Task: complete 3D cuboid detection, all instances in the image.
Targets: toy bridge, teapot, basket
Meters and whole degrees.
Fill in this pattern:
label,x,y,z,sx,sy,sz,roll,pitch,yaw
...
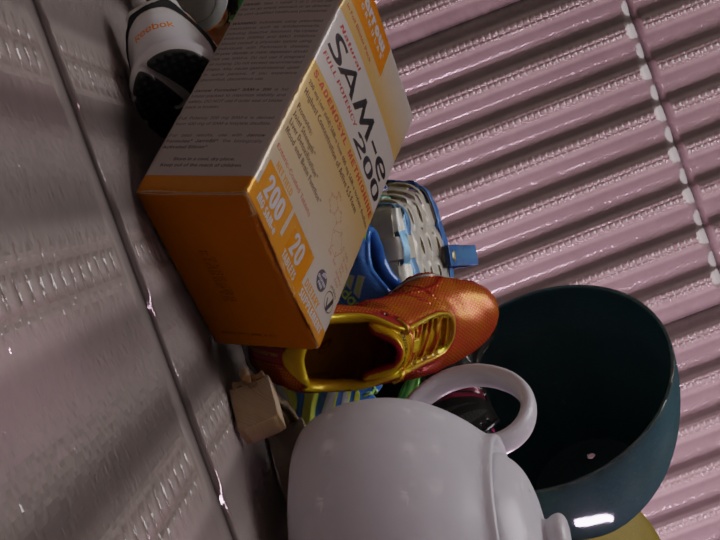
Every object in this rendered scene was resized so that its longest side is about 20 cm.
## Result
label,x,y,z,sx,sy,sz,roll,pitch,yaw
toy bridge,-0.040,0.122,0.827,0.201,0.027,0.068,68,1,-46
teapot,0.049,0.158,0.760,0.197,0.144,0.203,18,61,-78
basket,0.000,0.000,1.049,0.200,0.174,0.141,17,63,-78

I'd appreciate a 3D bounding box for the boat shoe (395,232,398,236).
label,x,y,z,sx,sy,sz,roll,pitch,yaw
boat shoe,-0.015,-0.085,1.232,0.202,0.060,0.072,50,-7,13

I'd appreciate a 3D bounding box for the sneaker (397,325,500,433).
label,x,y,z,sx,sy,sz,roll,pitch,yaw
sneaker,0.065,0.109,0.959,0.077,0.083,0.201,106,8,-50

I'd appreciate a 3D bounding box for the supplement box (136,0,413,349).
label,x,y,z,sx,sy,sz,roll,pitch,yaw
supplement box,-0.041,-0.071,0.776,0.127,0.073,0.201,67,34,-43

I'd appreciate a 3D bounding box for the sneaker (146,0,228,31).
label,x,y,z,sx,sy,sz,roll,pitch,yaw
sneaker,-0.153,-0.242,0.878,0.201,0.075,0.092,61,13,-25

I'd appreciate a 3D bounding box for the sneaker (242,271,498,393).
label,x,y,z,sx,sy,sz,roll,pitch,yaw
sneaker,0.020,0.048,0.835,0.077,0.198,0.074,19,-67,47

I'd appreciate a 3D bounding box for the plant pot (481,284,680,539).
label,x,y,z,sx,sy,sz,roll,pitch,yaw
plant pot,0.162,0.131,1.026,0.201,0.198,0.135,-108,171,-53

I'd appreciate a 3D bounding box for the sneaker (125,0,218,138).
label,x,y,z,sx,sy,sz,roll,pitch,yaw
sneaker,-0.095,-0.096,0.855,0.201,0.073,0.081,69,-1,-52

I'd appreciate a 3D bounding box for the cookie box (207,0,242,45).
label,x,y,z,sx,sy,sz,roll,pitch,yaw
cookie box,-0.155,-0.308,1.220,0.171,0.074,0.202,-102,171,-71

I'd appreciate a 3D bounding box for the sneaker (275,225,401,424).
label,x,y,z,sx,sy,sz,roll,pitch,yaw
sneaker,-0.006,0.061,0.904,0.076,0.104,0.203,-10,88,-68

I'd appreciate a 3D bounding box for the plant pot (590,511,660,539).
label,x,y,z,sx,sy,sz,roll,pitch,yaw
plant pot,0.194,0.318,1.195,0.199,0.195,0.196,31,37,-25

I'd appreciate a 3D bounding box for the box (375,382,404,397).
label,x,y,z,sx,sy,sz,roll,pitch,yaw
box,0.033,0.152,1.172,0.149,0.123,0.202,-106,174,-57
